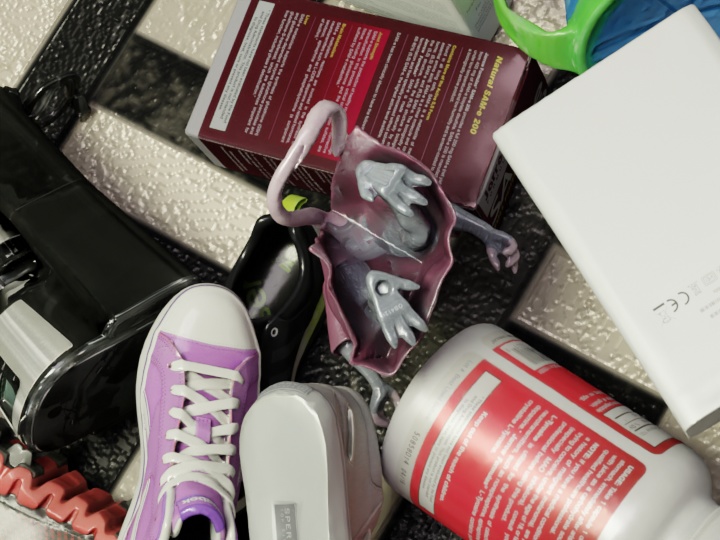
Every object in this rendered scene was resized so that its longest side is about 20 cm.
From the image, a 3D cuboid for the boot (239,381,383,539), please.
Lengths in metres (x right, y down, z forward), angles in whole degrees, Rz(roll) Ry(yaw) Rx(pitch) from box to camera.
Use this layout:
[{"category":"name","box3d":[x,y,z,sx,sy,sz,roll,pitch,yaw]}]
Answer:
[{"category":"boot","box3d":[-0.018,0.159,1.062,0.074,0.096,0.200,1,89,25]}]

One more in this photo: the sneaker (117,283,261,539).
[{"category":"sneaker","box3d":[-0.085,0.103,1.084,0.073,0.114,0.201,9,82,-15]}]

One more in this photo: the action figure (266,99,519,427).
[{"category":"action figure","box3d":[0.000,0.000,1.122,0.149,0.200,0.134,35,87,-3]}]

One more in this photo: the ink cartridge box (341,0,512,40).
[{"category":"ink cartridge box","box3d":[-0.006,-0.212,1.190,0.160,0.200,0.047,24,81,22]}]

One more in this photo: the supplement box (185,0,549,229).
[{"category":"supplement box","box3d":[0.004,-0.100,1.225,0.200,0.061,0.109,16,77,22]}]

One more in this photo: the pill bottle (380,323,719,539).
[{"category":"pill bottle","box3d":[0.119,0.123,1.086,0.200,0.112,0.112,33,83,24]}]

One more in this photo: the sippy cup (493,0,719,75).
[{"category":"sippy cup","box3d":[0.174,-0.191,1.175,0.140,0.178,0.130,-53,43,42]}]

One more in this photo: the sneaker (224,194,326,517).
[{"category":"sneaker","box3d":[-0.074,0.049,1.185,0.072,0.083,0.200,13,76,21]}]

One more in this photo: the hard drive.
[{"category":"hard drive","box3d":[0.176,-0.029,1.043,0.132,0.026,0.200,-33,65,5]}]

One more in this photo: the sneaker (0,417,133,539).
[{"category":"sneaker","box3d":[-0.172,0.173,1.182,0.200,0.071,0.098,33,101,13]}]

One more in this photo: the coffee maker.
[{"category":"coffee maker","box3d":[-0.189,-0.014,1.208,0.192,0.135,0.200,-43,70,-13]}]
